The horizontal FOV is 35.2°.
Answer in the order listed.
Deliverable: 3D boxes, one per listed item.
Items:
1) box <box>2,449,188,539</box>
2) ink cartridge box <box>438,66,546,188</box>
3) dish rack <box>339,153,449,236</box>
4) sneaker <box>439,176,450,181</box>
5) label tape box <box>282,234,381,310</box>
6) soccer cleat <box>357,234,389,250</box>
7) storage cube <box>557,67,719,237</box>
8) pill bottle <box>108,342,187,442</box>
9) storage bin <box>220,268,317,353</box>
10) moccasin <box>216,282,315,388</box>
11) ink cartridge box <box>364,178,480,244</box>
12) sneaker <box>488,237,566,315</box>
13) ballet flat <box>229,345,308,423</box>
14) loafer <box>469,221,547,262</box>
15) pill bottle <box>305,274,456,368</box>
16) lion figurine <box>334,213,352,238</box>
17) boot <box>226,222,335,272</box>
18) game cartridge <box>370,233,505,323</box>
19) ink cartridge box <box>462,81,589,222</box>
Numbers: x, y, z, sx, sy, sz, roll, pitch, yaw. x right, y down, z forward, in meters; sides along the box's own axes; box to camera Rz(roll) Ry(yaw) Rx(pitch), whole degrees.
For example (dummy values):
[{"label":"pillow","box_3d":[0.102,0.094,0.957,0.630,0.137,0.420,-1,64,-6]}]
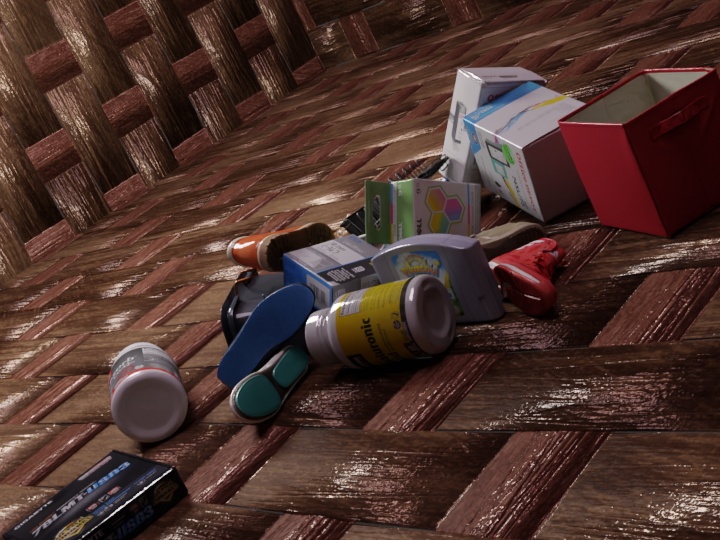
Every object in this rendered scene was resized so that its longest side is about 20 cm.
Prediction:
[{"label":"box","box_3d":[-0.362,0.329,1.539,0.200,0.050,0.198,-36,21,-30]},{"label":"ink cartridge box","box_3d":[0.232,-0.254,2.005,0.146,0.200,0.085,-7,32,-31]},{"label":"dish rack","box_3d":[0.067,-0.139,1.996,0.200,0.055,0.153,-45,-3,36]},{"label":"sneaker","box_3d":[0.145,-0.117,2.031,0.066,0.078,0.200,-14,23,29]},{"label":"label tape box","box_3d":[0.000,0.000,1.769,0.200,0.063,0.144,-17,30,-31]},{"label":"soccer cleat","box_3d":[-0.022,-0.014,1.922,0.200,0.078,0.069,-31,59,21]},{"label":"storage cube","box_3d":[0.422,-0.172,1.625,0.171,0.180,0.200,-31,17,-15]},{"label":"pill bottle","box_3d":[-0.340,0.186,1.795,0.116,0.116,0.200,-29,17,-7]},{"label":"storage bin","box_3d":[-0.132,0.063,1.837,0.134,0.146,0.200,-12,20,11]},{"label":"moccasin","box_3d":[-0.145,0.090,1.718,0.200,0.080,0.068,-43,-2,13]},{"label":"ink cartridge box","box_3d":[0.103,-0.092,1.827,0.200,0.104,0.059,2,-4,-37]},{"label":"sneaker","box_3d":[0.246,-0.006,1.574,0.115,0.078,0.200,-31,19,-11]},{"label":"ballet flat","box_3d":[-0.142,0.174,1.649,0.069,0.069,0.200,-16,15,31]},{"label":"loafer","box_3d":[0.183,-0.019,1.715,0.200,0.076,0.068,-19,15,-8]},{"label":"pill bottle","box_3d":[0.024,0.078,1.594,0.200,0.111,0.111,-15,21,35]},{"label":"lion figurine","box_3d":[-0.070,-0.039,2.111,0.200,0.073,0.122,-28,6,16]},{"label":"boot","box_3d":[-0.125,-0.039,1.852,0.107,0.075,0.200,0,5,38]},{"label":"game cartridge","box_3d":[0.105,0.013,1.626,0.200,0.133,0.040,-8,20,47]},{"label":"ink cartridge box","box_3d":[0.294,-0.199,1.876,0.146,0.147,0.200,-29,29,-12]}]
